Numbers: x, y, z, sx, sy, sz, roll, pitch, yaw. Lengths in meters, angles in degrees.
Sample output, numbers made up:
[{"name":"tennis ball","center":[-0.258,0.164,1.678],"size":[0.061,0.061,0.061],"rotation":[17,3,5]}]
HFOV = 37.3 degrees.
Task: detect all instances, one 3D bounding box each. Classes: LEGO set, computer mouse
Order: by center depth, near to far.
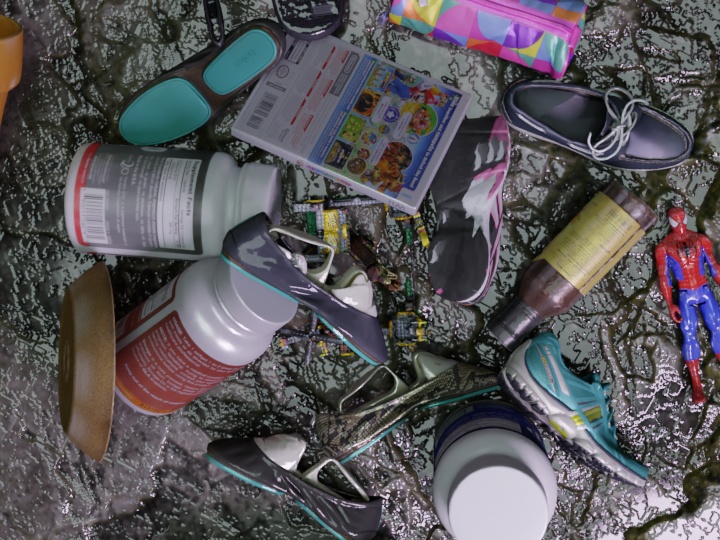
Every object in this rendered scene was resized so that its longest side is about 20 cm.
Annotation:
[{"name":"LEGO set","center":[0.000,0.000,1.071],"size":[0.154,0.116,0.200],"rotation":[6,97,4]},{"name":"computer mouse","center":[-0.036,-0.337,1.078],"size":[0.140,0.046,0.200],"rotation":[-15,95,-7]}]

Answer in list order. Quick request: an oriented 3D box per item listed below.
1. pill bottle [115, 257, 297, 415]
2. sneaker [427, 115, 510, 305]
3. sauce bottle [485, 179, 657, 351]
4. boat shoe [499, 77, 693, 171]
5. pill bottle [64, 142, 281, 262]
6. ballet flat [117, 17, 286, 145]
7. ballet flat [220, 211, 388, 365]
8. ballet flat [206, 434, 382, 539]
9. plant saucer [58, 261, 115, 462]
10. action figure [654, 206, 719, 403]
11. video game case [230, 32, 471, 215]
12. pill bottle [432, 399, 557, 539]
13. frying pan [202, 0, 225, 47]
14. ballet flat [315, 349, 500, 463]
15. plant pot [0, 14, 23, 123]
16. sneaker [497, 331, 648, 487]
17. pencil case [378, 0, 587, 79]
[{"name":"pill bottle","center":[-0.158,0.058,1.058],"size":[0.200,0.112,0.112],"rotation":[-33,93,34]},{"name":"sneaker","center":[0.109,-0.058,1.083],"size":[0.080,0.086,0.200],"rotation":[9,77,19]},{"name":"sauce bottle","center":[0.209,-0.002,1.083],"size":[0.065,0.065,0.200],"rotation":[44,97,-1]},{"name":"boat shoe","center":[0.238,-0.148,1.065],"size":[0.200,0.062,0.075],"rotation":[21,95,1]},{"name":"pill bottle","center":[-0.185,-0.067,1.080],"size":[0.200,0.114,0.114],"rotation":[4,97,3]},{"name":"ballet flat","center":[-0.155,-0.190,1.082],"size":[0.200,0.068,0.068],"rotation":[-27,114,18]},{"name":"ballet flat","center":[-0.035,0.013,0.989],"size":[0.200,0.073,0.073],"rotation":[37,98,-20]},{"name":"ballet flat","center":[-0.063,0.215,1.125],"size":[0.200,0.068,0.068],"rotation":[33,89,-10]},{"name":"plant saucer","center":[-0.276,0.090,1.063],"size":[0.035,0.200,0.200],"rotation":[1,97,-22]},{"name":"action figure","center":[0.343,0.032,1.088],"size":[0.065,0.052,0.200],"rotation":[-15,93,9]},{"name":"video game case","center":[-0.008,-0.154,1.064],"size":[0.200,0.018,0.143],"rotation":[24,69,7]},{"name":"pill bottle","center":[0.129,0.205,1.044],"size":[0.120,0.200,0.120],"rotation":[1,97,4]},{"name":"frying pan","center":[-0.172,-0.313,1.058],"size":[0.115,0.031,0.190],"rotation":[7,70,13]},{"name":"ballet flat","center":[0.045,0.126,1.101],"size":[0.200,0.068,0.075],"rotation":[-25,86,-4]},{"name":"plant pot","center":[-0.441,-0.158,1.062],"size":[0.200,0.200,0.183],"rotation":[10,113,3]},{"name":"sneaker","center":[0.231,0.146,1.090],"size":[0.200,0.078,0.080],"rotation":[46,78,-13]},{"name":"pencil case","center":[0.121,-0.255,1.051],"size":[0.200,0.088,0.088],"rotation":[18,97,0]}]
